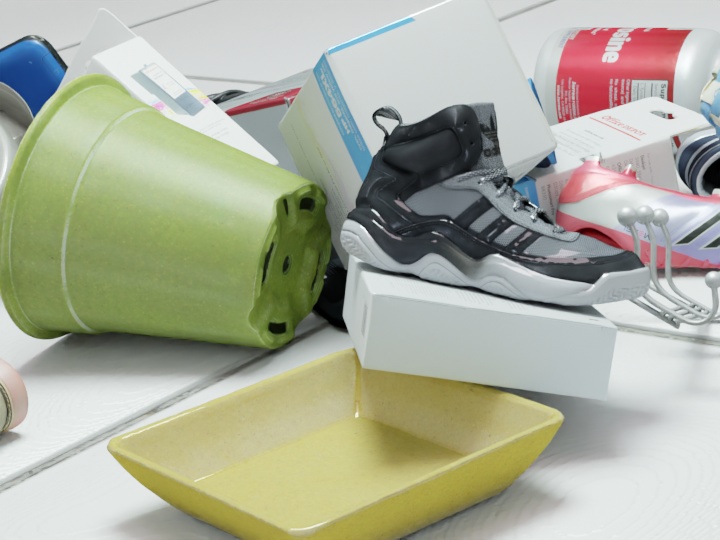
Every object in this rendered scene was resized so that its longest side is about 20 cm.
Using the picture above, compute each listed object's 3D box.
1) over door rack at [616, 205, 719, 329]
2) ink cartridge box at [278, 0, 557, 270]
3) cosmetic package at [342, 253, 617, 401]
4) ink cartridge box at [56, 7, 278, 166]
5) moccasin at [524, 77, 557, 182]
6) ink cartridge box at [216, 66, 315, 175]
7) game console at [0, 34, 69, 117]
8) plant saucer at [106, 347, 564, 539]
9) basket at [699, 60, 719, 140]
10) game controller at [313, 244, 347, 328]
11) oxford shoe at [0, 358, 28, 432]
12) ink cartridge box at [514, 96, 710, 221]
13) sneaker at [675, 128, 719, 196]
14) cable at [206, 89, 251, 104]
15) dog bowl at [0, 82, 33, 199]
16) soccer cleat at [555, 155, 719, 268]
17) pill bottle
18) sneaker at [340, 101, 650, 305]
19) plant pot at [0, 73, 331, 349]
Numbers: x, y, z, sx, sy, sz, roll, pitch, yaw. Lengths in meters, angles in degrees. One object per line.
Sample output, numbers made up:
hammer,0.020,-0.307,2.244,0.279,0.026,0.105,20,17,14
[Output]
over door rack,0.156,-0.020,1.411,0.199,0.067,0.148,19,6,16
ink cartridge box,0.032,-0.094,1.505,0.128,0.126,0.200,-24,-6,-17
cosmetic package,0.070,0.032,1.339,0.150,0.052,0.200,6,7,-4
ink cartridge box,-0.176,-0.101,1.680,0.200,0.117,0.067,42,37,11
moccasin,0.108,-0.106,1.619,0.068,0.081,0.200,-16,6,2
ink cartridge box,-0.045,-0.131,1.894,0.145,0.083,0.200,-9,12,41
game console,-0.292,-0.129,1.855,0.199,0.171,0.118,-22,28,27
plant saucer,-0.014,0.113,1.233,0.199,0.049,0.200,-20,22,-34
basket,0.359,-0.096,1.539,0.199,0.139,0.176,24,-7,26
game controller,0.000,0.000,1.607,0.104,0.042,0.200,-27,22,-12
oxford shoe,-0.322,0.080,1.414,0.199,0.071,0.074,4,23,30
ink cartridge box,0.175,-0.072,1.674,0.199,0.067,0.116,-17,20,-14
sneaker,0.352,-0.089,1.677,0.199,0.070,0.109,-11,12,9
cable,-0.173,-0.130,2.054,0.163,0.051,0.200,3,22,43
dog bowl,-0.343,-0.064,1.727,0.199,0.059,0.201,-10,55,15
soccer cleat,0.240,-0.026,1.560,0.199,0.077,0.067,17,-9,20
pill bottle,0.262,-0.158,1.855,0.199,0.113,0.112,4,21,30
sneaker,0.088,-0.045,1.315,0.199,0.114,0.075,11,8,16
plant pot,-0.129,-0.026,1.518,0.189,0.201,0.200,14,25,22
